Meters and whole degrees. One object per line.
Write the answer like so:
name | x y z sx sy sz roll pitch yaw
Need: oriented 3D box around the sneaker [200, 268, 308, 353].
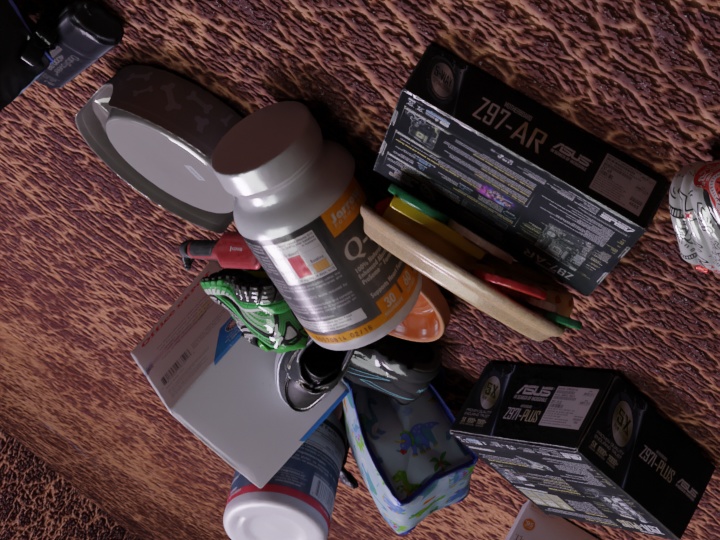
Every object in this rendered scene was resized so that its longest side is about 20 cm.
sneaker | -0.103 0.038 1.607 0.200 0.077 0.086 -155 49 -73

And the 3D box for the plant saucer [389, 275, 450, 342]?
plant saucer | 0.000 0.000 1.589 0.199 0.032 0.201 29 161 11

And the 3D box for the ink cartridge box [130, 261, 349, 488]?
ink cartridge box | -0.135 0.108 1.797 0.145 0.147 0.200 43 179 -26

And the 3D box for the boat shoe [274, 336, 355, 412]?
boat shoe | -0.043 0.087 1.628 0.068 0.057 0.201 12 140 -9

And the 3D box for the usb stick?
usb stick | -0.264 -0.203 1.487 0.055 0.033 0.200 30 162 -19

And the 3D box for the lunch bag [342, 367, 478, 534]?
lunch bag | 0.039 0.167 1.811 0.201 0.127 0.170 57 168 18

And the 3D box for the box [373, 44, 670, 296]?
box | 0.113 -0.069 1.222 0.199 0.044 0.160 30 161 3

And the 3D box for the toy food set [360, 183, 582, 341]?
toy food set | 0.088 -0.005 1.321 0.199 0.049 0.198 32 -176 0

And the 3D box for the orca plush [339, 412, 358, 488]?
orca plush | -0.021 0.192 2.035 0.070 0.106 0.201 -11 124 6

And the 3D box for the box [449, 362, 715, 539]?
box | 0.214 0.174 1.608 0.164 0.086 0.199 41 159 -26

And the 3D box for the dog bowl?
dog bowl | -0.164 -0.112 1.518 0.199 0.059 0.200 27 161 10

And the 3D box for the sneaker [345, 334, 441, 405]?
sneaker | -0.016 0.076 1.705 0.199 0.076 0.080 30 137 6

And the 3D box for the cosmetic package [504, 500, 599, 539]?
cosmetic package | 0.271 0.366 2.011 0.199 0.083 0.051 29 159 4

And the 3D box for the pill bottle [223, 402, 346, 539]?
pill bottle | -0.079 0.215 1.869 0.118 0.201 0.120 7 138 6

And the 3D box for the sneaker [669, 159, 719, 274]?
sneaker | 0.285 -0.002 1.098 0.201 0.067 0.108 47 157 -29

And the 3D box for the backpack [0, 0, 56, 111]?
backpack | -0.389 -0.213 1.463 0.183 0.147 0.200 53 162 -20

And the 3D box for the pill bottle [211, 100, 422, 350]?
pill bottle | -0.038 -0.038 1.402 0.116 0.117 0.201 10 141 47

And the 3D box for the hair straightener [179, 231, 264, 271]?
hair straightener | -0.112 -0.011 1.577 0.076 0.041 0.199 7 172 -31
